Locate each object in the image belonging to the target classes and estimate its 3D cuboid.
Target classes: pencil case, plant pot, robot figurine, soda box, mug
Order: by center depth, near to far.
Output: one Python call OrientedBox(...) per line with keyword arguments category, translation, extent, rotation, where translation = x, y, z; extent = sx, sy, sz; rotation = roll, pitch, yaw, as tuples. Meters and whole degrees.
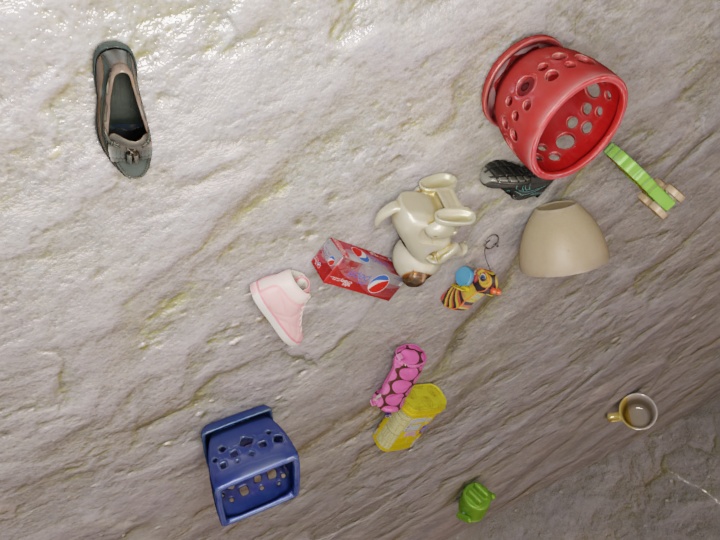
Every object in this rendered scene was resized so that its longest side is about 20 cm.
OrientedBox(category="plant pot", translation=(0.325, -0.288, 1.118), extent=(0.198, 0.183, 0.202), rotation=(-19, 140, -16))
OrientedBox(category="soda box", translation=(0.000, 0.000, 1.302), extent=(0.199, 0.064, 0.070), rotation=(18, 120, -45))
OrientedBox(category="plant pot", translation=(0.448, -0.081, 1.457), extent=(0.198, 0.200, 0.136), rotation=(-18, 104, -18))
OrientedBox(category="plant pot", translation=(-0.261, 0.440, 1.502), extent=(0.198, 0.181, 0.201), rotation=(-17, 139, -19))
OrientedBox(category="pencil case", translation=(0.096, 0.279, 1.661), extent=(0.092, 0.091, 0.202), rotation=(6, 128, -21))
OrientedBox(category="robot figurine", translation=(0.457, 0.933, 2.605), extent=(0.175, 0.115, 0.201), rotation=(-34, 148, -32))
OrientedBox(category="mug", translation=(1.162, 0.604, 2.760), extent=(0.151, 0.185, 0.153), rotation=(-65, 152, -10))

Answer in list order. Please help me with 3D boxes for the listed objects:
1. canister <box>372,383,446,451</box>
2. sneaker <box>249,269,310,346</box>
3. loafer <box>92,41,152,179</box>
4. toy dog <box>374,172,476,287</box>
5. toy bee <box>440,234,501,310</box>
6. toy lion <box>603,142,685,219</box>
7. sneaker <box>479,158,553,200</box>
OrientedBox(category="canister", translation=(0.135, 0.421, 1.842), extent=(0.147, 0.087, 0.201), rotation=(1, 133, -36))
OrientedBox(category="sneaker", translation=(-0.131, 0.072, 1.277), extent=(0.104, 0.076, 0.201), rotation=(-27, 138, 1))
OrientedBox(category="loafer", translation=(-0.316, -0.197, 0.862), extent=(0.071, 0.063, 0.201), rotation=(-15, 139, -21))
OrientedBox(category="toy dog", translation=(0.121, -0.058, 1.266), extent=(0.192, 0.140, 0.201), rotation=(-16, 142, -19))
OrientedBox(category="toy bee", translation=(0.267, 0.032, 1.492), extent=(0.129, 0.109, 0.201), rotation=(-8, 136, -26))
OrientedBox(category="toy lion", translation=(0.616, -0.210, 1.442), extent=(0.069, 0.191, 0.200), rotation=(-47, -179, 20))
OrientedBox(category="sneaker", translation=(0.320, -0.177, 1.327), extent=(0.198, 0.076, 0.080), rotation=(-6, 138, -30))
